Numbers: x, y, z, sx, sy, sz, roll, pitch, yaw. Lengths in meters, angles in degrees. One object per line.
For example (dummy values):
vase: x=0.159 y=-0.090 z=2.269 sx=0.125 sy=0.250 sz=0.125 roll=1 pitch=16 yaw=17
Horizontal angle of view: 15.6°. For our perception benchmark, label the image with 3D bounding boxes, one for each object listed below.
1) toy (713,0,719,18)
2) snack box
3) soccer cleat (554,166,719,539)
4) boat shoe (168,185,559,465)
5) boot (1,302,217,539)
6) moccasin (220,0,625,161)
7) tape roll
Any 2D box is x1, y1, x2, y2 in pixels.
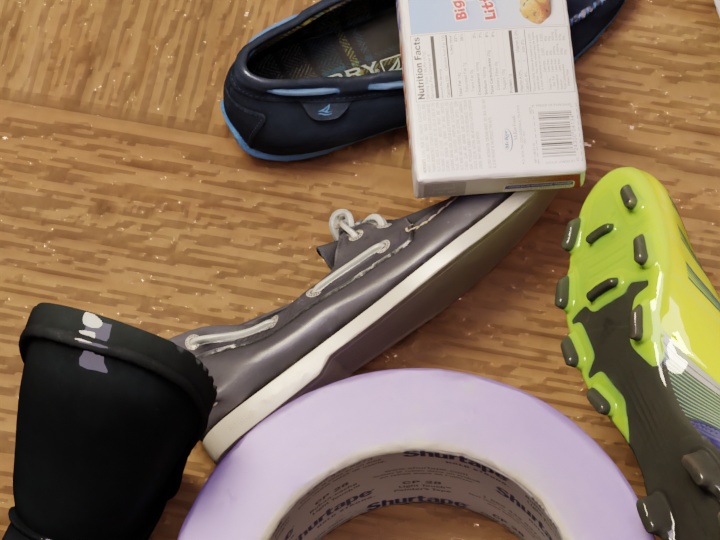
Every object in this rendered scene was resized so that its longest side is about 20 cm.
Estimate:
toy: x=0.246 y=-0.159 z=1.141 sx=0.200 sy=0.047 sz=0.115 roll=-23 pitch=100 yaw=-10
snack box: x=0.050 y=-0.129 z=1.122 sx=0.072 sy=0.024 sz=0.201 roll=-4 pitch=71 yaw=-1
soccer cleat: x=0.138 y=0.049 z=1.059 sx=0.084 sy=0.065 sz=0.201 roll=9 pitch=50 yaw=-36
boat shoe: x=0.000 y=0.000 z=1.126 sx=0.200 sy=0.073 sz=0.063 roll=-38 pitch=76 yaw=-6
boot: x=-0.117 y=0.119 z=1.023 sx=0.076 sy=0.200 sz=0.169 roll=17 pitch=69 yaw=2
moccasin: x=0.035 y=-0.104 z=1.161 sx=0.200 sy=0.068 sz=0.081 roll=-29 pitch=70 yaw=-11
tape roll: x=0.023 y=0.147 z=1.065 sx=0.199 sy=0.085 sz=0.201 roll=-1 pitch=70 yaw=2
